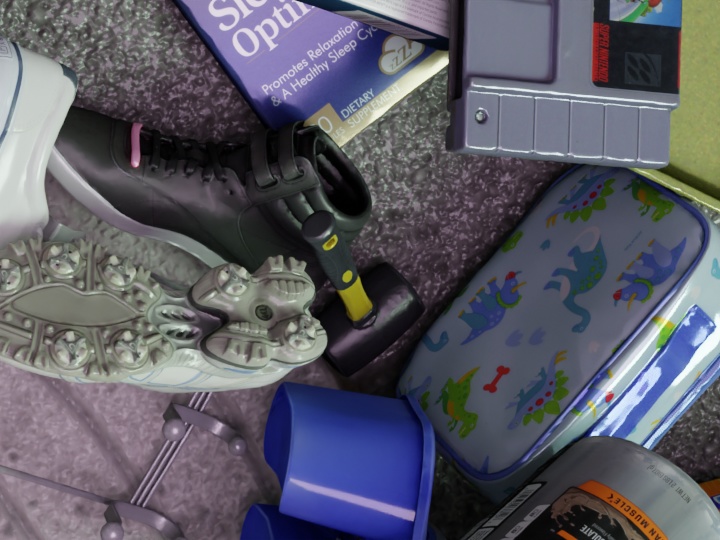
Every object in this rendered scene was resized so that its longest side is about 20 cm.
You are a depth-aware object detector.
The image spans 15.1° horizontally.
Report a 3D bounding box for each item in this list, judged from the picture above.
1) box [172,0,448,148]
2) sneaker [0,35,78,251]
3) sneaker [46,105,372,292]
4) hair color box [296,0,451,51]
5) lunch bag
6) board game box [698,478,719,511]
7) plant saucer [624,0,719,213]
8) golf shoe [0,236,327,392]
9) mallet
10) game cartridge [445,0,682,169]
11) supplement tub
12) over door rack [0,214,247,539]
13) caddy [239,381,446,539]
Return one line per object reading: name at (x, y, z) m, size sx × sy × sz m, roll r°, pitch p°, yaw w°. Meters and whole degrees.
box at (-0.043, -0.167, 1.502) m, size 0.121 × 0.032 × 0.200 m, roll -38°, pitch 108°, yaw -3°
sneaker at (-0.198, -0.021, 1.398) m, size 0.071 × 0.073 × 0.200 m, roll 14°, pitch 107°, yaw -32°
sneaker at (-0.080, -0.059, 1.480) m, size 0.200 × 0.071 × 0.099 m, roll 30°, pitch 126°, yaw -24°
hair color box at (0.040, -0.228, 1.469) m, size 0.100 × 0.061 × 0.200 m, roll 18°, pitch 88°, yaw -23°
lunch bag at (0.124, 0.043, 1.520) m, size 0.200 × 0.161 × 0.082 m, roll -50°, pitch 122°, yaw -1°
board game box at (0.236, 0.245, 1.550) m, size 0.200 × 0.200 × 0.200 m, roll -10°, pitch 106°, yaw -32°
plant saucer at (0.171, -0.139, 1.522) m, size 0.199 × 0.048 × 0.200 m, roll 25°, pitch 71°, yaw -18°
golf shoe at (-0.121, 0.038, 1.405) m, size 0.200 × 0.097 × 0.078 m, roll 7°, pitch 61°, yaw -21°
mallet at (0.000, 0.000, 1.481) m, size 0.066 × 0.200 × 0.041 m, roll -38°, pitch 72°, yaw -12°
game cartridge at (0.111, -0.158, 1.443) m, size 0.129 × 0.038 × 0.201 m, roll 3°, pitch 86°, yaw -18°
supplement tub at (0.089, 0.182, 1.367) m, size 0.200 × 0.122 × 0.123 m, roll -39°, pitch 112°, yaw -36°
over door rack at (-0.135, 0.068, 1.488) m, size 0.200 × 0.067 × 0.148 m, roll 27°, pitch 95°, yaw -40°
caddy at (-0.004, 0.138, 1.472) m, size 0.105 × 0.200 × 0.142 m, roll 13°, pitch 97°, yaw -7°
